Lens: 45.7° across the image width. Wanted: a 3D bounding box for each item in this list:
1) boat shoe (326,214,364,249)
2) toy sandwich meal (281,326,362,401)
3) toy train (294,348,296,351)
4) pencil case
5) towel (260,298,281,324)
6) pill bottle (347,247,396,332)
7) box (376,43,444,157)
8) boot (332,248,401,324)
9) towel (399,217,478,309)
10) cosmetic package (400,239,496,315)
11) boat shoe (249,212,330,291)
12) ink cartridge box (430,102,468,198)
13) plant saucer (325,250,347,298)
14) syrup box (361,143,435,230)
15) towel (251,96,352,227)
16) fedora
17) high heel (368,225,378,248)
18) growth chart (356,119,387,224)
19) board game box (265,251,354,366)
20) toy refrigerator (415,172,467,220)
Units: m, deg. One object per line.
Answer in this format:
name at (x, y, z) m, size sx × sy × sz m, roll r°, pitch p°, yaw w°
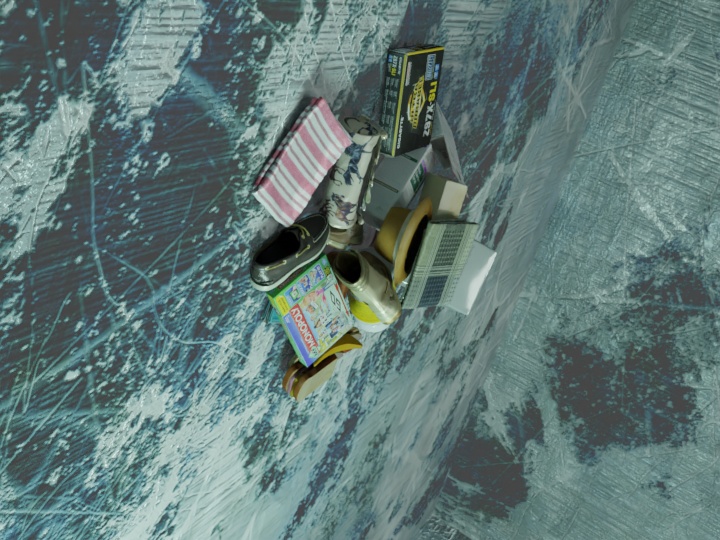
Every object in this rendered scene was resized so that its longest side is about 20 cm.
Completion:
boat shoe at (-0.042, -0.084, 1.685) m, size 0.199 × 0.071 × 0.066 m, roll -12°, pitch 119°, yaw -68°
toy sandwich meal at (-0.075, 0.194, 1.813) m, size 0.203 × 0.071 × 0.206 m, roll -31°, pitch 160°, yaw -12°
toy train at (-0.092, 0.174, 1.907) m, size 0.057 × 0.042 × 0.200 m, roll -53°, pitch 159°, yaw 3°
pencil case at (-0.022, -0.185, 1.593) m, size 0.090 × 0.076 × 0.204 m, roll -81°, pitch -174°, yaw -65°
towel at (-0.119, 0.039, 1.705) m, size 0.149 × 0.021 × 0.199 m, roll -65°, pitch 160°, yaw 6°
pill bottle at (0.025, 0.049, 1.934) m, size 0.115 × 0.113 × 0.202 m, roll -52°, pitch 156°, yaw -26°
box at (0.099, -0.339, 1.695) m, size 0.159 × 0.049 × 0.204 m, roll -29°, pitch 132°, yaw -55°
boot at (0.000, 0.000, 1.709) m, size 0.072 × 0.202 × 0.155 m, roll -35°, pitch 132°, yaw 12°
towel at (0.162, -0.017, 1.795) m, size 0.191 × 0.034 × 0.204 m, roll -3°, pitch 118°, yaw -51°
cosmetic package at (0.176, -0.019, 2.009) m, size 0.169 × 0.197 × 0.167 m, roll -65°, pitch -161°, yaw -2°
boat shoe at (-0.121, -0.045, 1.530) m, size 0.201 × 0.071 × 0.061 m, roll -45°, pitch 157°, yaw -34°
ink cartridge box at (0.186, -0.264, 1.897) m, size 0.200 × 0.043 × 0.177 m, roll 36°, pitch 41°, yaw -69°
plant saucer at (-0.077, 0.059, 1.760) m, size 0.201 × 0.037 × 0.202 m, roll -52°, pitch 157°, yaw -32°
syrup box at (0.076, -0.187, 1.819) m, size 0.202 × 0.080 × 0.079 m, roll -57°, pitch 158°, yaw -13°
towel at (-0.098, -0.180, 1.454) m, size 0.202 × 0.030 × 0.146 m, roll -56°, pitch 153°, yaw -6°
fedora at (0.080, -0.069, 1.731) m, size 0.203 × 0.080 × 0.202 m, roll -60°, pitch 165°, yaw -27°
high heel at (0.065, -0.078, 1.940) m, size 0.096 × 0.067 × 0.202 m, roll -43°, pitch 151°, yaw -33°
growth chart at (0.013, -0.191, 1.651) m, size 0.146 × 0.017 × 0.204 m, roll -105°, pitch -153°, yaw -60°
board game box at (-0.094, 0.076, 1.662) m, size 0.134 × 0.029 × 0.202 m, roll -41°, pitch 135°, yaw -20°
toy refrigerator at (0.161, -0.100, 1.847) m, size 0.069 × 0.076 × 0.204 m, roll 10°, pitch 102°, yaw -34°
